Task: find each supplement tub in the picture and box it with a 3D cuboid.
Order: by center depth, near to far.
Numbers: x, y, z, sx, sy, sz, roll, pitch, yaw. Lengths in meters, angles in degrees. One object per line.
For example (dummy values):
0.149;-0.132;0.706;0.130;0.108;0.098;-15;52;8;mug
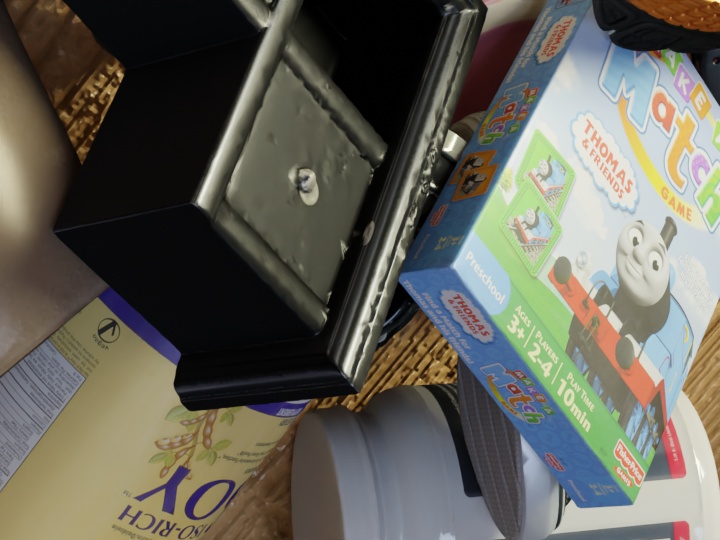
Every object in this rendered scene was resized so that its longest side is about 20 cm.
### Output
-0.125;0.074;0.853;0.145;0.146;0.201;32;103;-27;supplement tub
0.073;0.126;0.938;0.198;0.141;0.142;-3;116;-15;supplement tub

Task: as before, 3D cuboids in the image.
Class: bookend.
-0.060;-0.087;0.695;0.091;0.200;0.200;-9;138;37;bookend

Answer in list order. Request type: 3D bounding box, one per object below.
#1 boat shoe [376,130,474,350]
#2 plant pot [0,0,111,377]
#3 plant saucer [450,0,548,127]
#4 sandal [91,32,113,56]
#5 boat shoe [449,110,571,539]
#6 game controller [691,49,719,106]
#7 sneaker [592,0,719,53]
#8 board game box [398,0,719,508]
0.000;0.000;0.847;0.071;0.200;0.068;20;65;-2;boat shoe
-0.189;-0.034;0.724;0.200;0.200;0.175;-39;95;5;plant pot
0.073;-0.071;0.895;0.198;0.051;0.202;-7;116;-14;plant saucer
-0.060;-0.187;0.796;0.077;0.070;0.212;23;130;-22;sandal
0.086;0.025;0.844;0.070;0.072;0.202;-5;91;-20;boat shoe
0.223;-0.108;0.935;0.103;0.042;0.202;-10;118;5;game controller
0.171;-0.147;0.814;0.199;0.075;0.093;-2;86;-45;sneaker
0.107;-0.021;0.809;0.152;0.036;0.201;50;51;-28;board game box
